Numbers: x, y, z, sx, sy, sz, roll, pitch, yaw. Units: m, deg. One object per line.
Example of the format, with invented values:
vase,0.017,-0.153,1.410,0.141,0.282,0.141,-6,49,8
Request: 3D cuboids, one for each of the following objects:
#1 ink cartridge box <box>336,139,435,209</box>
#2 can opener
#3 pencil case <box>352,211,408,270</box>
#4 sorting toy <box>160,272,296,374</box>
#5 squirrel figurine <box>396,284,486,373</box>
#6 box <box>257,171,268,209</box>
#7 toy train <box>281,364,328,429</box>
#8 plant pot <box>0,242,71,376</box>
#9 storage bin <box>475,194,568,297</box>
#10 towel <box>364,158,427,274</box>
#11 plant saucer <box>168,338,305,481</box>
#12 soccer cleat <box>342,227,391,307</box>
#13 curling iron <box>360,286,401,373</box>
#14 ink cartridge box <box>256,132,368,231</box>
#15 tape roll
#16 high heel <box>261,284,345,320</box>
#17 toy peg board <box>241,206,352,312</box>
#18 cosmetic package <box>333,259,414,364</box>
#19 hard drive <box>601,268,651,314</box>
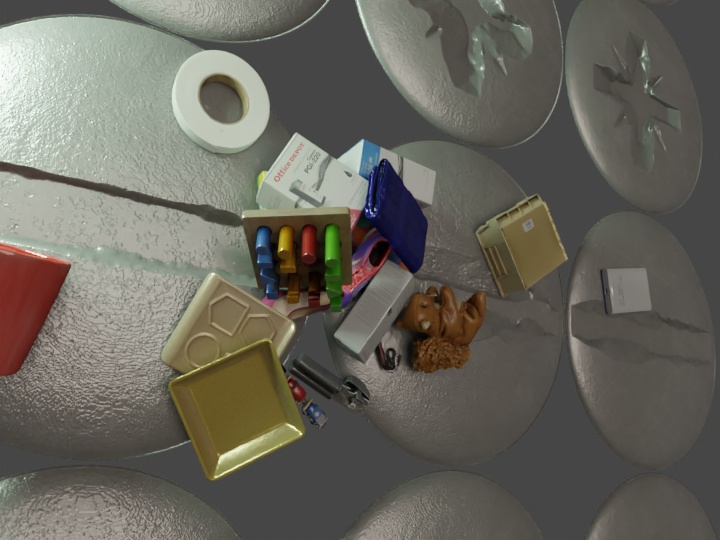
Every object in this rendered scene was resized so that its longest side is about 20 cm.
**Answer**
ink cartridge box,0.048,-0.195,1.204,0.195,0.145,0.089,18,72,-26
can opener,-0.061,0.231,1.136,0.199,0.053,0.068,39,33,-18
pencil case,0.036,-0.070,1.215,0.198,0.088,0.090,35,66,-22
sorting toy,-0.246,0.132,1.022,0.197,0.036,0.188,33,85,-17
squirrel figurine,0.172,0.135,1.216,0.183,0.139,0.207,3,91,-43
box,-0.151,-0.099,1.132,0.114,0.048,0.207,-1,79,-30
toy train,-0.130,0.241,1.086,0.034,0.045,0.201,-45,104,-28
plant pot,-0.556,0.049,0.798,0.196,0.199,0.183,18,83,-25
storage bin,0.427,-0.069,1.436,0.197,0.093,0.203,-27,95,-30
towel,0.073,-0.106,1.099,0.200,0.048,0.151,47,45,-42
plant saucer,-0.223,0.249,0.997,0.195,0.048,0.205,-22,101,-12
soccer cleat,0.000,0.000,1.146,0.067,0.073,0.202,33,98,-21
curling iron,0.040,0.129,1.211,0.048,0.026,0.205,-23,83,0
ink cartridge box,-0.088,-0.153,1.077,0.197,0.085,0.148,31,59,-4
tape roll,-0.282,-0.342,1.101,0.197,0.037,0.210,5,80,-30
high heel,-0.126,0.073,1.085,0.195,0.095,0.070,-12,96,-32
toy peg board,-0.111,-0.007,1.001,0.192,0.203,0.100,-2,50,-1
cosmetic package,0.033,0.089,1.145,0.073,0.102,0.202,30,76,18
hard drive,0.830,0.062,1.685,0.195,0.025,0.137,-1,82,-30
